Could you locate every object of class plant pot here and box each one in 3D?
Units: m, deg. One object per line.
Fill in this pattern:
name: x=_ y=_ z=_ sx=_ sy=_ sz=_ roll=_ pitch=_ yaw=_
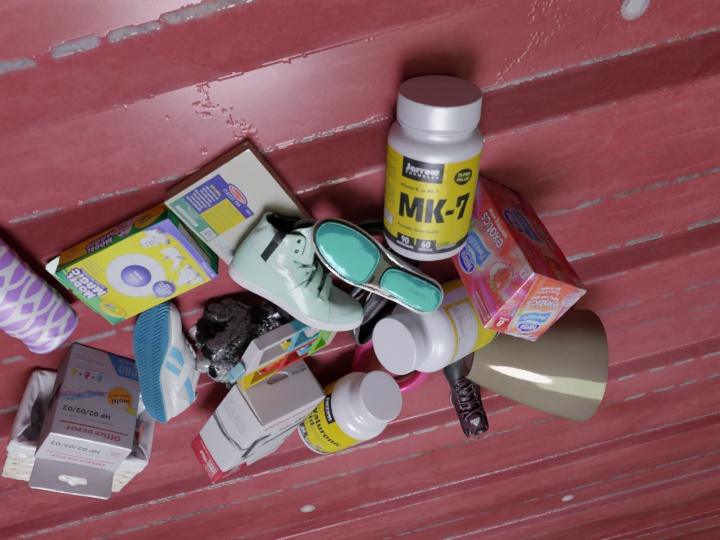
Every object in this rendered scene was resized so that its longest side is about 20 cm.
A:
plant pot: x=0.278 y=0.147 z=0.952 sx=0.198 sy=0.188 sz=0.188 roll=7 pitch=131 yaw=-3

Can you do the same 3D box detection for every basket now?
basket: x=-0.449 y=0.265 z=0.905 sx=0.199 sy=0.136 sz=0.124 roll=21 pitch=127 yaw=-28

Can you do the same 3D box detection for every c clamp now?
c clamp: x=0.000 y=0.000 z=0.838 sx=0.170 sy=0.027 sz=0.200 roll=13 pitch=131 yaw=-35

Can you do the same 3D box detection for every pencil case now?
pencil case: x=-0.456 y=0.023 z=0.723 sx=0.085 sy=0.084 sz=0.201 roll=6 pitch=139 yaw=31

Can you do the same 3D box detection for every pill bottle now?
pill bottle: x=0.114 y=0.082 z=0.832 sx=0.199 sy=0.112 sz=0.112 roll=-16 pitch=143 yaw=-42
pill bottle: x=0.087 y=-0.122 z=0.689 sx=0.113 sy=0.115 sz=0.201 roll=-6 pitch=129 yaw=-8
pill bottle: x=-0.018 y=0.237 z=0.957 sx=0.111 sy=0.112 sz=0.200 roll=18 pitch=145 yaw=-27

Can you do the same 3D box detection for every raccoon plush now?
raccoon plush: x=-0.158 y=0.117 z=0.856 sx=0.198 sy=0.097 sz=0.135 roll=-5 pitch=140 yaw=7

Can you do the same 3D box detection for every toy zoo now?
toy zoo: x=-0.109 y=0.112 z=0.830 sx=0.199 sy=0.021 sz=0.131 roll=-25 pitch=158 yaw=-35

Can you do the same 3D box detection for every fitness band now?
fitness band: x=0.059 y=0.150 z=0.985 sx=0.142 sy=0.038 sz=0.201 roll=3 pitch=130 yaw=-15

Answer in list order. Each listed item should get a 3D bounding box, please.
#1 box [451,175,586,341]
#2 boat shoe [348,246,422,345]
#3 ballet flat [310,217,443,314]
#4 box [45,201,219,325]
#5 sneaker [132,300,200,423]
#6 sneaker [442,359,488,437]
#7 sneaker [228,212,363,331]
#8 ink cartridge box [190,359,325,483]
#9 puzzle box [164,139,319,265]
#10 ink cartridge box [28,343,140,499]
box: x=0.190 y=-0.020 z=0.748 sx=0.094 sy=0.201 sz=0.103 roll=16 pitch=128 yaw=-27
boat shoe: x=0.040 y=0.035 z=0.828 sx=0.066 sy=0.057 sz=0.200 roll=9 pitch=134 yaw=-31
ballet flat: x=0.019 y=-0.006 z=0.741 sx=0.199 sy=0.070 sz=0.070 roll=30 pitch=121 yaw=-15
box: x=-0.306 y=-0.002 z=0.756 sx=0.199 sy=0.049 sz=0.118 roll=-23 pitch=132 yaw=10
sneaker: x=-0.292 y=0.131 z=0.865 sx=0.076 sy=0.081 sz=0.202 roll=21 pitch=118 yaw=26
sneaker: x=0.206 y=0.236 z=1.041 sx=0.075 sy=0.116 sz=0.201 roll=-17 pitch=134 yaw=3
sneaker: x=-0.062 y=0.001 z=0.746 sx=0.199 sy=0.074 sz=0.118 roll=27 pitch=121 yaw=-17
ink cartridge box: x=-0.171 y=0.248 z=0.938 sx=0.146 sy=0.083 sz=0.200 roll=-15 pitch=151 yaw=-49
puzzle box: x=-0.142 y=-0.063 z=0.751 sx=0.132 sy=0.026 sz=0.200 roll=-28 pitch=132 yaw=12
ink cartridge box: x=-0.395 y=0.217 z=0.828 sx=0.115 sy=0.201 sz=0.068 roll=25 pitch=123 yaw=-31
